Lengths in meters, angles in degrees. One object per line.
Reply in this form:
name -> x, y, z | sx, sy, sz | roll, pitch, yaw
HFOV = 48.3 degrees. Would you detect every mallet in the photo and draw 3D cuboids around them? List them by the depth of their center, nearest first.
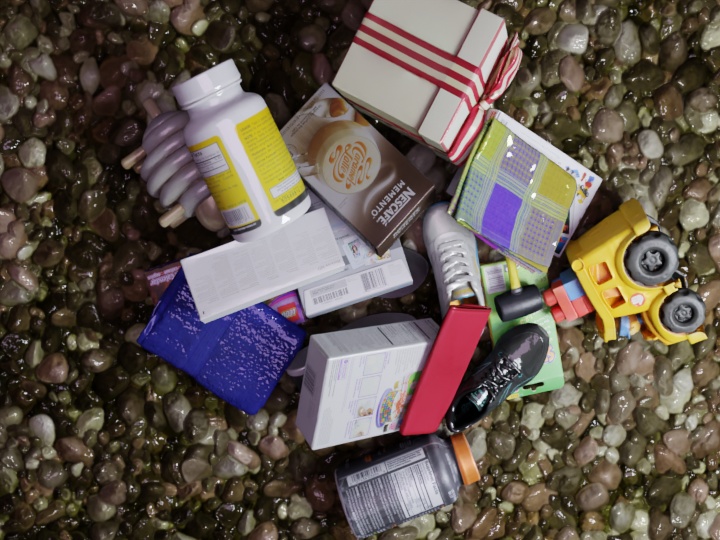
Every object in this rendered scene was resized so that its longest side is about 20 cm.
mallet -> 0.214, -0.026, 1.101 | 0.065, 0.041, 0.203 | -10, 114, -7

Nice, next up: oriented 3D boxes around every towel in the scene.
towel -> 0.205, -0.093, 1.045 | 0.198, 0.023, 0.146 | 27, 84, -36
towel -> -0.188, 0.088, 1.103 | 0.199, 0.050, 0.149 | 34, 99, -5

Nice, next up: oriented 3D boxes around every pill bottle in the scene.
pill bottle -> -0.148, -0.146, 0.979 | 0.110, 0.111, 0.202 | -24, 107, 1
pill bottle -> 0.070, 0.301, 1.154 | 0.197, 0.106, 0.108 | -21, 99, 0

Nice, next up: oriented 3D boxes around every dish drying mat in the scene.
dish drying mat -> 0.113, 0.136, 1.097 | 0.076, 0.018, 0.203 | 5, 115, -35

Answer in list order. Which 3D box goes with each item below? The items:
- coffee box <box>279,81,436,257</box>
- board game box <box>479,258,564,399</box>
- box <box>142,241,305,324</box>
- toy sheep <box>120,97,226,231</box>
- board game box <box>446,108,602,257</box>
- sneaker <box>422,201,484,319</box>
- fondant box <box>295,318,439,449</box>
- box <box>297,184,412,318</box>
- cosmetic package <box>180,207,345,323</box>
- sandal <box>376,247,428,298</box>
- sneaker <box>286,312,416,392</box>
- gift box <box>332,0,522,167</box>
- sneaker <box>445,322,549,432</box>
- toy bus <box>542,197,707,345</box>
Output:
coffee box -> -0.008, -0.130, 1.052 | 0.200, 0.080, 0.115 | 43, 88, 9
board game box -> 0.235, 0.081, 1.171 | 0.094, 0.030, 0.204 | -11, 96, 0
box -> -0.190, 0.035, 1.136 | 0.197, 0.039, 0.139 | -18, 99, 0
toy sheep -> -0.234, -0.141, 1.067 | 0.137, 0.138, 0.202 | -34, 92, 2
board game box -> 0.229, -0.118, 1.110 | 0.198, 0.035, 0.128 | 27, 96, -24
sneaker -> 0.138, 0.003, 1.128 | 0.075, 0.081, 0.204 | -15, 97, 1
fondant box -> 0.018, 0.151, 1.092 | 0.197, 0.058, 0.147 | -5, 120, -31
box -> -0.030, -0.055, 1.102 | 0.153, 0.041, 0.203 | -18, 82, 0
cosmetic package -> -0.125, -0.006, 1.045 | 0.197, 0.051, 0.084 | -20, 80, -7
sandal -> 0.000, 0.000, 1.138 | 0.196, 0.045, 0.077 | 5, 96, -4
sneaker -> -0.002, 0.136, 1.152 | 0.197, 0.071, 0.101 | -24, 115, -8
gift box -> 0.100, -0.255, 1.037 | 0.185, 0.200, 0.187 | 30, 100, 14
sneaker -> 0.192, 0.159, 1.132 | 0.075, 0.079, 0.201 | 41, 108, 5
toy bus -> 0.362, 0.031, 1.126 | 0.190, 0.136, 0.202 | -30, 101, 14
